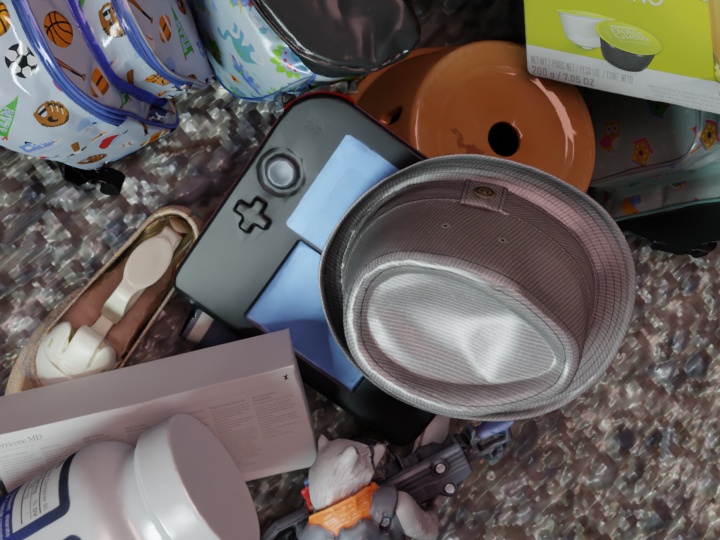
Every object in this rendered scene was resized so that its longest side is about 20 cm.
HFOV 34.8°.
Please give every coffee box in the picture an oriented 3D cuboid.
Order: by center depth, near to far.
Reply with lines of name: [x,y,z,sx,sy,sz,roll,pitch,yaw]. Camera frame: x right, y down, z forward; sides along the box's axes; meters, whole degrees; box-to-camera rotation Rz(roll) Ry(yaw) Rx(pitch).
coffee box: [0.225,-0.241,0.719,0.198,0.199,0.201,16,52,23]

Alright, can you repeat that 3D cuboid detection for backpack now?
backpack: [-0.194,-0.158,0.731,0.153,0.190,0.201,-27,88,19]
backpack: [-0.052,-0.190,0.780,0.153,0.200,0.164,-32,101,5]
backpack: [0.260,-0.131,0.875,0.153,0.175,0.201,23,73,-23]

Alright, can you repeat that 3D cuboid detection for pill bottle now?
pill bottle: [-0.167,0.174,0.688,0.199,0.116,0.116,-31,91,10]

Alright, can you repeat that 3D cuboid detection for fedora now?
fedora: [0.068,0.027,0.690,0.199,0.090,0.178,22,113,-1]

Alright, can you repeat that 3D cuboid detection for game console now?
game console: [0.000,0.000,0.750,0.199,0.031,0.177,36,105,-5]

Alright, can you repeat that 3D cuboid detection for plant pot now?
plant pot: [0.080,-0.078,0.835,0.198,0.140,0.202,3,81,-17]

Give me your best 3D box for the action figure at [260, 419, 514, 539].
action figure: [0.038,0.180,0.742,0.199,0.105,0.194,-34,105,-2]

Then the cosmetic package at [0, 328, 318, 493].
cosmetic package: [-0.132,0.104,0.750,0.198,0.051,0.083,-13,122,-1]

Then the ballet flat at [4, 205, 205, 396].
ballet flat: [-0.175,0.032,0.782,0.068,0.067,0.201,35,74,-8]

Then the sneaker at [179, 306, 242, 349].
sneaker: [-0.040,-0.013,0.805,0.082,0.070,0.200,36,104,-10]

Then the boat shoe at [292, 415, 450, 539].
boat shoe: [0.002,0.150,0.813,0.071,0.072,0.201,28,77,-15]
